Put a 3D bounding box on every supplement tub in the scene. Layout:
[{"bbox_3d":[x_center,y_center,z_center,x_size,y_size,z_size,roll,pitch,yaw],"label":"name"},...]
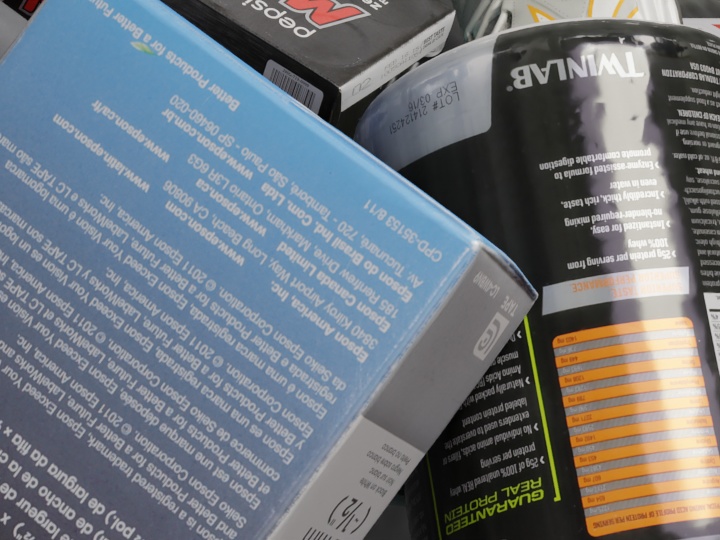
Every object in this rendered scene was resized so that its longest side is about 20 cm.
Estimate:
[{"bbox_3d":[0.069,0.041,0.832,0.122,0.122,0.201,3,68,-30],"label":"supplement tub"}]

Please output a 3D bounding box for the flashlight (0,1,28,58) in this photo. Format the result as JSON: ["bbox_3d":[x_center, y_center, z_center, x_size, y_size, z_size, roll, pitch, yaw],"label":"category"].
[{"bbox_3d":[-0.102,-0.037,0.869,0.200,0.068,0.068,38,39,17],"label":"flashlight"}]

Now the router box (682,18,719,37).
[{"bbox_3d":[0.195,-0.031,1.024,0.179,0.049,0.200,-3,26,-34],"label":"router box"}]

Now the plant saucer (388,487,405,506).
[{"bbox_3d":[0.000,0.000,0.947,0.199,0.027,0.201,17,44,-17],"label":"plant saucer"}]

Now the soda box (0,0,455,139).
[{"bbox_3d":[-0.073,-0.093,0.928,0.199,0.064,0.071,33,41,18],"label":"soda box"}]

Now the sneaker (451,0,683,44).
[{"bbox_3d":[0.061,-0.057,0.969,0.091,0.076,0.201,-8,53,-32],"label":"sneaker"}]

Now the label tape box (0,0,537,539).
[{"bbox_3d":[-0.071,0.040,0.782,0.143,0.200,0.066,36,2,22],"label":"label tape box"}]
